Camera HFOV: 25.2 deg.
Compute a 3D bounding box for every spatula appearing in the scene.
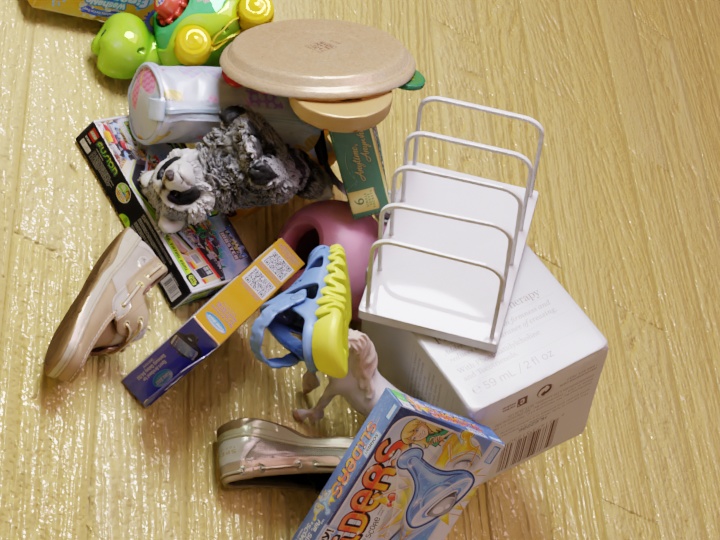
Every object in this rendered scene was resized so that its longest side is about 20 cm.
[{"bbox_3d":[-0.030,-0.108,1.757,0.200,0.021,0.057,68,30,-42],"label":"spatula"}]

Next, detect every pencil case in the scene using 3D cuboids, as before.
[{"bbox_3d":[-0.135,-0.162,1.629,0.200,0.083,0.091,1,29,-32],"label":"pencil case"}]

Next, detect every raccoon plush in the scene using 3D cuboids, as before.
[{"bbox_3d":[-0.122,-0.071,1.593,0.200,0.134,0.097,38,25,-48],"label":"raccoon plush"}]

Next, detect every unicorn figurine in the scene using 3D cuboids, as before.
[{"bbox_3d":[-0.004,0.121,1.581,0.200,0.137,0.074,31,46,-25],"label":"unicorn figurine"}]

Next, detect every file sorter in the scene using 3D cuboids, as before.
[{"bbox_3d":[0.092,-0.050,1.561,0.138,0.125,0.200,14,54,8],"label":"file sorter"}]

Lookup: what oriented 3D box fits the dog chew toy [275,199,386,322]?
[{"bbox_3d":[0.000,0.000,1.715,0.200,0.124,0.125,22,45,-48],"label":"dog chew toy"}]

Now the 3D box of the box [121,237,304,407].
[{"bbox_3d":[-0.141,0.052,1.503,0.041,0.119,0.200,49,35,-1],"label":"box"}]

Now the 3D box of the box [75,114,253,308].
[{"bbox_3d":[-0.193,-0.065,1.616,0.110,0.035,0.200,-19,76,-54],"label":"box"}]

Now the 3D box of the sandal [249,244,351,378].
[{"bbox_3d":[-0.052,0.033,1.470,0.200,0.087,0.080,-81,164,-68],"label":"sandal"}]

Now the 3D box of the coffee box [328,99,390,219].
[{"bbox_3d":[-0.005,-0.145,1.684,0.200,0.044,0.123,-94,170,-68],"label":"coffee box"}]

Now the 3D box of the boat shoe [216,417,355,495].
[{"bbox_3d":[-0.047,0.193,1.534,0.200,0.073,0.063,20,53,-33],"label":"boat shoe"}]

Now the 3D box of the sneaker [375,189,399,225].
[{"bbox_3d":[0.059,-0.049,1.814,0.092,0.076,0.200,30,0,-11],"label":"sneaker"}]

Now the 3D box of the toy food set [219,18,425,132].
[{"bbox_3d":[-0.038,-0.198,1.582,0.200,0.049,0.198,15,30,24],"label":"toy food set"}]

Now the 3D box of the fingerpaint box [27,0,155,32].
[{"bbox_3d":[-0.240,-0.342,1.679,0.200,0.167,0.073,4,39,-46],"label":"fingerpaint box"}]

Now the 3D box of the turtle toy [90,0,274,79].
[{"bbox_3d":[-0.181,-0.250,1.684,0.200,0.146,0.101,-29,83,-15],"label":"turtle toy"}]

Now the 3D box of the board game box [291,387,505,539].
[{"bbox_3d":[0.028,0.217,1.495,0.135,0.200,0.034,23,14,-34],"label":"board game box"}]

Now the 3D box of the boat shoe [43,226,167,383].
[{"bbox_3d":[-0.223,0.037,1.461,0.069,0.074,0.200,37,37,-12],"label":"boat shoe"}]

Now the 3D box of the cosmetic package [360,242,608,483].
[{"bbox_3d":[0.119,0.084,1.644,0.167,0.167,0.200,-25,57,-20],"label":"cosmetic package"}]

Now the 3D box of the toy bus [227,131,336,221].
[{"bbox_3d":[-0.090,-0.124,1.757,0.078,0.065,0.200,54,35,2],"label":"toy bus"}]
